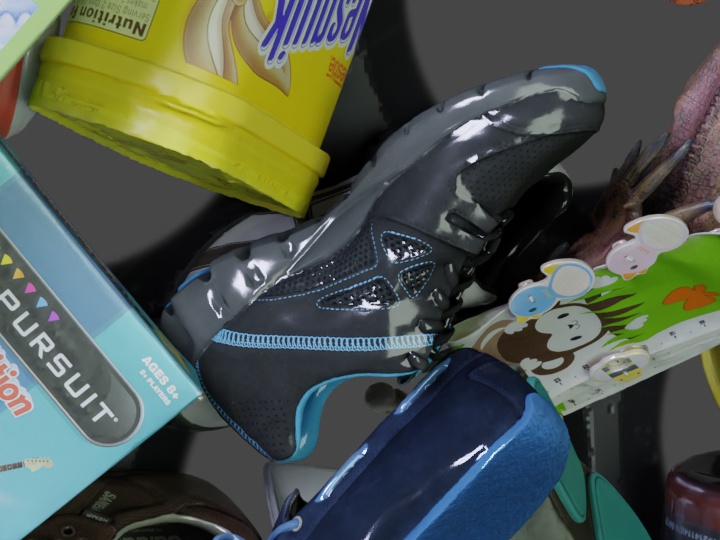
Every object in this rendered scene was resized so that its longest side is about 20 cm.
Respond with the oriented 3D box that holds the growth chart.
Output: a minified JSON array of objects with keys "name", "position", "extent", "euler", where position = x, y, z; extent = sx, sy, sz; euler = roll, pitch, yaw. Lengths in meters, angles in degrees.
[{"name":"growth chart","position":[0.099,0.029,1.018],"extent":[0.145,0.200,0.018],"euler":[24,46,-50]}]

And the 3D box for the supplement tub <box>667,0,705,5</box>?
[{"name":"supplement tub","position":[0.203,-0.198,1.064],"extent":[0.200,0.123,0.123],"euler":[-28,112,-20]}]

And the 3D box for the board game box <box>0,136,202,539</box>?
[{"name":"board game box","position":[-0.183,0.047,0.904],"extent":[0.200,0.047,0.151],"euler":[-39,102,0]}]

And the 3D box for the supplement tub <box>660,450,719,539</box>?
[{"name":"supplement tub","position":[0.189,0.190,1.143],"extent":[0.107,0.107,0.200],"euler":[-3,102,-27]}]

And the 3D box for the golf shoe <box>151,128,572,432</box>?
[{"name":"golf shoe","position":[0.000,0.000,1.013],"extent":[0.200,0.094,0.078],"euler":[-39,116,-14]}]

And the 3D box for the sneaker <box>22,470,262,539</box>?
[{"name":"sneaker","position":[-0.132,0.114,0.974],"extent":[0.200,0.076,0.071],"euler":[-6,103,-27]}]

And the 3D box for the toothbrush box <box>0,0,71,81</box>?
[{"name":"toothbrush box","position":[-0.142,-0.124,0.815],"extent":[0.086,0.146,0.200],"euler":[38,99,-24]}]

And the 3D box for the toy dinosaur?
[{"name":"toy dinosaur","position":[0.154,-0.052,1.058],"extent":[0.136,0.086,0.200],"euler":[27,82,-54]}]

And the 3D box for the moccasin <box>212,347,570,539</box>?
[{"name":"moccasin","position":[-0.003,0.115,0.962],"extent":[0.200,0.068,0.080],"euler":[-42,140,2]}]

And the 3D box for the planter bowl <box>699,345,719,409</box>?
[{"name":"planter bowl","position":[0.264,0.012,1.161],"extent":[0.200,0.083,0.201],"euler":[-6,103,-27]}]

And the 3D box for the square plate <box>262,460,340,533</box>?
[{"name":"square plate","position":[0.052,0.183,1.051],"extent":[0.200,0.028,0.198],"euler":[12,50,-32]}]

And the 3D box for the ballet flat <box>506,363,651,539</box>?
[{"name":"ballet flat","position":[0.078,0.108,1.052],"extent":[0.064,0.067,0.200],"euler":[-17,138,18]}]

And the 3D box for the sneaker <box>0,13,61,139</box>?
[{"name":"sneaker","position":[-0.148,-0.150,0.916],"extent":[0.082,0.077,0.200],"euler":[6,97,-22]}]

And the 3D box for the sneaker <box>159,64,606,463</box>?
[{"name":"sneaker","position":[0.021,-0.004,0.946],"extent":[0.200,0.073,0.082],"euler":[-37,77,17]}]

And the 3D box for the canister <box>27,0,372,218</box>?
[{"name":"canister","position":[-0.039,-0.134,0.941],"extent":[0.200,0.086,0.149],"euler":[-71,160,-3]}]
